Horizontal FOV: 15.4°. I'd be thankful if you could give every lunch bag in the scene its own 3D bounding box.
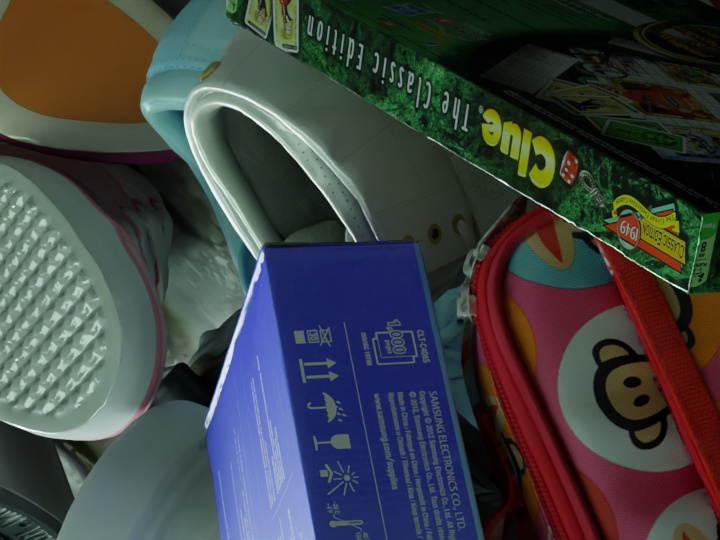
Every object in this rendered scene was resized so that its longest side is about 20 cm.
[{"bbox_3d":[0.108,0.065,0.655,0.082,0.176,0.200,102,147,-68],"label":"lunch bag"}]

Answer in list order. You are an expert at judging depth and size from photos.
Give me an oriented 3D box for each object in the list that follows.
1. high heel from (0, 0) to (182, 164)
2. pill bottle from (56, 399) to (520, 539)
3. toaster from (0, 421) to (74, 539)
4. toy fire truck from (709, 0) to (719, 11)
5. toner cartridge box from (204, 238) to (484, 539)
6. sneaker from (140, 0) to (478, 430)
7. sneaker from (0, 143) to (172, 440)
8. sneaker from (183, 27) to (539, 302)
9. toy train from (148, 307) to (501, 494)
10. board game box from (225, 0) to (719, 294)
[{"bbox_3d":[-0.126,-0.067,0.887,0.200,0.067,0.096,14,165,16],"label":"high heel"},{"bbox_3d":[0.016,0.116,0.757,0.200,0.116,0.116,21,142,23],"label":"pill bottle"},{"bbox_3d":[-0.175,0.068,0.976,0.113,0.129,0.200,-25,153,11],"label":"toaster"},{"bbox_3d":[0.084,-0.131,0.615,0.141,0.049,0.200,46,145,-8],"label":"toy fire truck"},{"bbox_3d":[0.003,0.101,0.643,0.043,0.200,0.095,-3,149,-14],"label":"toner cartridge box"},{"bbox_3d":[0.000,0.000,0.816,0.200,0.082,0.074,50,145,-17],"label":"sneaker"},{"bbox_3d":[-0.089,0.001,0.865,0.200,0.104,0.076,27,106,53],"label":"sneaker"},{"bbox_3d":[0.035,-0.004,0.750,0.200,0.116,0.074,44,144,-13],"label":"sneaker"},{"bbox_3d":[0.008,0.096,0.894,0.200,0.114,0.085,43,120,-3],"label":"toy train"},{"bbox_3d":[0.060,-0.043,0.631,0.200,0.105,0.024,36,128,52],"label":"board game box"}]
